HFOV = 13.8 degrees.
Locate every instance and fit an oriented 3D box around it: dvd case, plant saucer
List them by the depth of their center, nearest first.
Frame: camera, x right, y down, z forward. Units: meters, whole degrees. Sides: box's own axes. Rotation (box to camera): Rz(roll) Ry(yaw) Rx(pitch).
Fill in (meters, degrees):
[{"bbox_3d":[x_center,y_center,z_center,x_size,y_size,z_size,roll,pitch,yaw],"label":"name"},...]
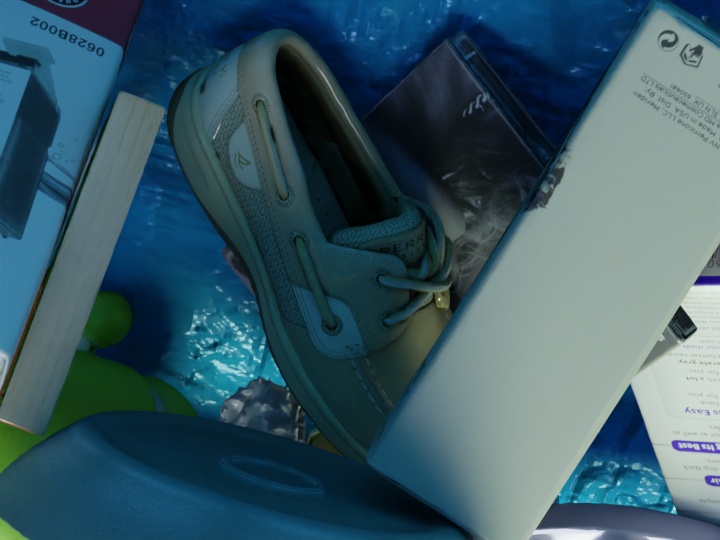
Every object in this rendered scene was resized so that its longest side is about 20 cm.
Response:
[{"bbox_3d":[-0.036,0.090,1.090,0.199,0.036,0.200,15,-173,-2],"label":"plant saucer"},{"bbox_3d":[0.034,0.008,1.218,0.149,0.016,0.200,52,142,2],"label":"dvd case"}]

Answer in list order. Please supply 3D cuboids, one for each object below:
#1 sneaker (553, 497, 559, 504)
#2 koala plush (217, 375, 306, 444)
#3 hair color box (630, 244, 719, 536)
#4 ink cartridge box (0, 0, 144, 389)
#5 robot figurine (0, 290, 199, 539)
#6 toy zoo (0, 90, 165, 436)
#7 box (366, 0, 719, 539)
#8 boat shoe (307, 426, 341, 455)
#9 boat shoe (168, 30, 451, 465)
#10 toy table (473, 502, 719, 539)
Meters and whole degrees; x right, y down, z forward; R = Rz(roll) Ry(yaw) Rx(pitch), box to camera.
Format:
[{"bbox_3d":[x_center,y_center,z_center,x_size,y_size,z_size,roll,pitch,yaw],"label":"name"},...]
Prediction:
[{"bbox_3d":[0.058,0.097,1.350,0.075,0.088,0.201,16,121,9],"label":"sneaker"},{"bbox_3d":[-0.055,0.159,1.248,0.183,0.201,0.178,10,148,24],"label":"koala plush"},{"bbox_3d":[0.176,0.045,1.238,0.109,0.065,0.200,1,140,22],"label":"hair color box"},{"bbox_3d":[-0.178,-0.050,1.127,0.146,0.201,0.083,22,144,-9],"label":"ink cartridge box"},{"bbox_3d":[-0.150,0.089,1.325,0.199,0.176,0.115,18,160,-32],"label":"robot figurine"},{"bbox_3d":[-0.115,0.001,1.188,0.020,0.132,0.200,21,174,-6],"label":"toy zoo"},{"bbox_3d":[0.083,0.000,1.097,0.068,0.201,0.082,33,-172,1],"label":"box"},{"bbox_3d":[0.012,0.145,1.437,0.074,0.062,0.200,2,143,16],"label":"boat shoe"},{"bbox_3d":[0.000,0.000,1.172,0.065,0.072,0.201,-27,94,44],"label":"boat shoe"},{"bbox_3d":[0.102,0.186,1.270,0.199,0.117,0.185,-7,118,14],"label":"toy table"}]
